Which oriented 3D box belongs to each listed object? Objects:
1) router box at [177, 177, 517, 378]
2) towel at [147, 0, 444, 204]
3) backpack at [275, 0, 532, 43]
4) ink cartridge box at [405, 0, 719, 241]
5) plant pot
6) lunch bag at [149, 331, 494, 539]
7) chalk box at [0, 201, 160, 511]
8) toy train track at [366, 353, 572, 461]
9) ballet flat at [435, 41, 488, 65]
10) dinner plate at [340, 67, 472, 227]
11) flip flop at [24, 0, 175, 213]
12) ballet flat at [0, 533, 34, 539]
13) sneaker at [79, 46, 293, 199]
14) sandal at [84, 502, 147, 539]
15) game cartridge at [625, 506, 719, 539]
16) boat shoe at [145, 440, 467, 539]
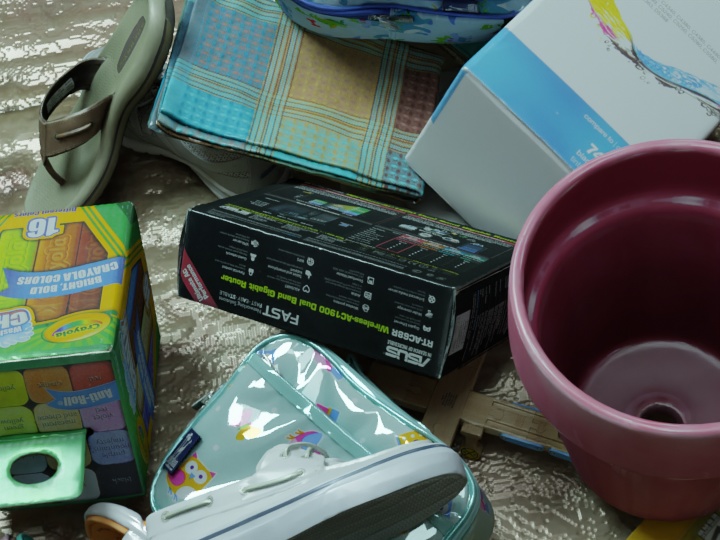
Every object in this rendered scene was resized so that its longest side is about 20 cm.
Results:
[{"bbox_3d":[0.000,0.000,1.135,0.198,0.063,0.150,17,18,23],"label":"router box"},{"bbox_3d":[-0.041,-0.131,1.233,0.198,0.022,0.148,15,53,-7],"label":"towel"},{"bbox_3d":[0.024,-0.255,1.199,0.197,0.147,0.185,0,87,4],"label":"backpack"},{"bbox_3d":[0.161,-0.116,1.178,0.146,0.147,0.200,44,66,4],"label":"ink cartridge box"},{"bbox_3d":[0.186,0.053,1.030,0.197,0.180,0.202,-2,57,4],"label":"plant pot"},{"bbox_3d":[-0.025,0.138,1.069,0.199,0.077,0.161,37,85,26],"label":"lunch bag"},{"bbox_3d":[-0.200,0.067,1.097,0.123,0.125,0.201,-6,36,1],"label":"chalk box"},{"bbox_3d":[0.098,0.105,1.131,0.198,0.033,0.115,16,56,14],"label":"toy train track"},{"bbox_3d":[0.038,-0.223,1.308,0.200,0.065,0.071,44,100,-4],"label":"ballet flat"},{"bbox_3d":[0.083,-0.077,1.262,0.198,0.024,0.202,-2,55,3],"label":"dinner plate"},{"bbox_3d":[-0.197,-0.118,1.240,0.057,0.201,0.081,15,30,-37],"label":"flip flop"},{"bbox_3d":[-0.179,0.245,1.050,0.071,0.069,0.200,-46,58,-3],"label":"ballet flat"},{"bbox_3d":[-0.130,-0.123,1.278,0.199,0.082,0.075,30,63,23],"label":"sneaker"},{"bbox_3d":[-0.107,0.219,1.045,0.206,0.080,0.059,35,63,23],"label":"sandal"},{"bbox_3d":[0.237,0.225,1.035,0.199,0.033,0.176,34,65,27],"label":"game cartridge"},{"bbox_3d":[-0.039,0.130,0.992,0.198,0.074,0.067,-23,62,6],"label":"boat shoe"}]
